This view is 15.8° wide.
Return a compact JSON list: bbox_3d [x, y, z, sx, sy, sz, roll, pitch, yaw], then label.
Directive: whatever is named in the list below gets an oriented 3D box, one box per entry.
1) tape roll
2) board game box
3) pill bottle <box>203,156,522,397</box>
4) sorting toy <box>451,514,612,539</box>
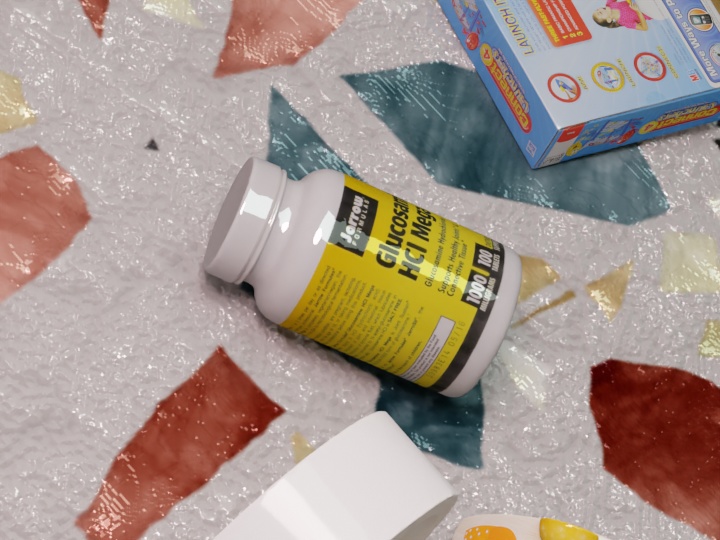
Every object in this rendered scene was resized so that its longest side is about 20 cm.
[{"bbox_3d":[-0.037,0.177,1.562,0.071,0.203,0.202,47,49,9],"label":"tape roll"},{"bbox_3d":[0.178,-0.193,2.026,0.195,0.056,0.200,-15,65,-28],"label":"board game box"},{"bbox_3d":[0.000,0.000,1.766,0.199,0.113,0.113,23,49,-12],"label":"pill bottle"},{"bbox_3d":[0.141,0.271,1.674,0.199,0.107,0.181,24,68,-10],"label":"sorting toy"}]
